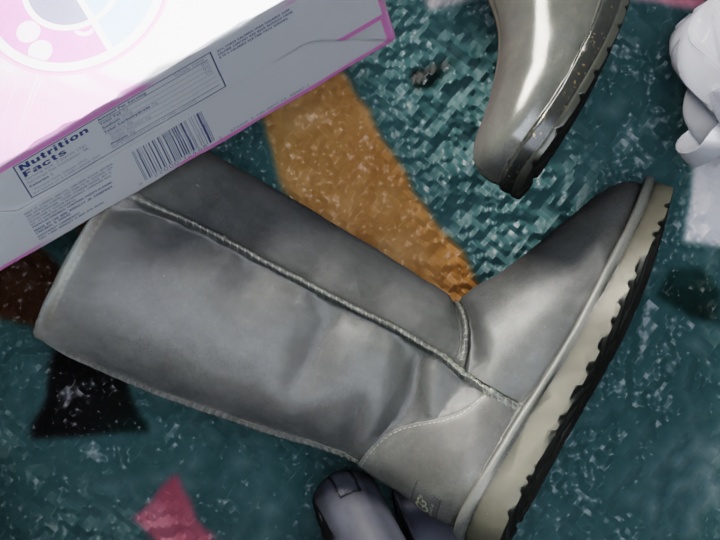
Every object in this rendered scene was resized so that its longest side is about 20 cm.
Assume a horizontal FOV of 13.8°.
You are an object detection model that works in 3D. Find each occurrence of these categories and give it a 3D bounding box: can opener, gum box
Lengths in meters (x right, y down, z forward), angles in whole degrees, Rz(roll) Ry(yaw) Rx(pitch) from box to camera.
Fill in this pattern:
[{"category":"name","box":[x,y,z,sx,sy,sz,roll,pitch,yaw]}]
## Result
[{"category":"can opener","box":[0.029,0.148,1.087,0.079,0.200,0.063,-24,133,2]},{"category":"gum box","box":[-0.103,-0.092,1.103,0.200,0.066,0.114,-31,63,-5]}]

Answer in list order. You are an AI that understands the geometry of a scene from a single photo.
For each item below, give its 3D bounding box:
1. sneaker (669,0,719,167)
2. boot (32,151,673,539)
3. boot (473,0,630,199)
[{"category":"sneaker","box":[0.182,-0.123,1.153,0.075,0.115,0.200,36,52,-5]},{"category":"boot","box":[0.001,-0.002,1.139,0.200,0.073,0.182,27,63,12]},{"category":"boot","box":[0.042,-0.132,1.135,0.131,0.068,0.200,21,68,-2]}]
